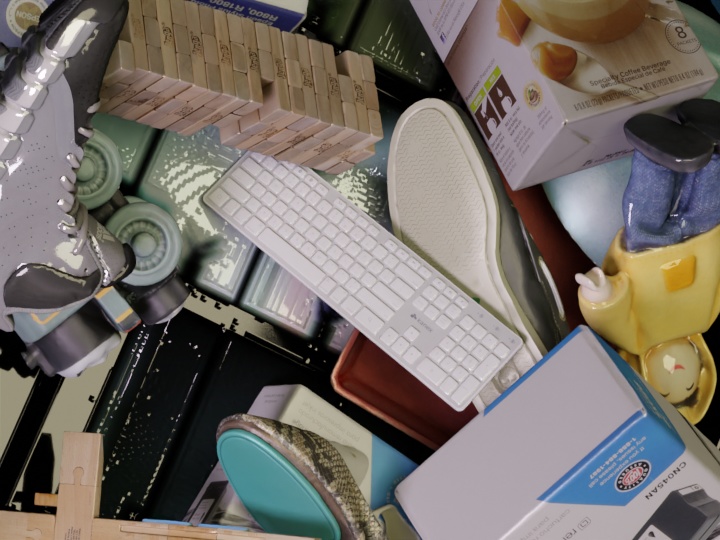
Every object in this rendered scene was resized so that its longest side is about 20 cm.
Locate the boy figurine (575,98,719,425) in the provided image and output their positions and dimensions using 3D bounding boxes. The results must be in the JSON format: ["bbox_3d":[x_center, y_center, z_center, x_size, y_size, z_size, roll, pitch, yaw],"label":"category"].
[{"bbox_3d":[0.174,0.004,1.521,0.124,0.064,0.201,-16,125,-30],"label":"boy figurine"}]

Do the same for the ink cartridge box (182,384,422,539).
[{"bbox_3d":[-0.050,0.179,1.502,0.116,0.067,0.200,35,75,-17],"label":"ink cartridge box"}]

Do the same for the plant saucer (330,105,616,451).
[{"bbox_3d":[0.099,0.030,1.587,0.200,0.037,0.200,31,76,-16],"label":"plant saucer"}]

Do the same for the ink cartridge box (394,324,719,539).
[{"bbox_3d":[0.139,0.144,1.504,0.145,0.084,0.200,-42,134,8],"label":"ink cartridge box"}]

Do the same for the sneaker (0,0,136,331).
[{"bbox_3d":[-0.152,-0.052,1.389,0.115,0.075,0.200,33,108,-17],"label":"sneaker"}]

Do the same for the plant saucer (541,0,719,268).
[{"bbox_3d":[0.195,-0.080,1.604,0.200,0.039,0.202,9,70,-26],"label":"plant saucer"}]

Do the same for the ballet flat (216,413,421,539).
[{"bbox_3d":[-0.007,0.146,1.458,0.075,0.068,0.200,-45,109,-41],"label":"ballet flat"}]

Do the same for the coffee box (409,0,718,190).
[{"bbox_3d":[0.101,-0.160,1.532,0.114,0.080,0.200,-18,69,-29],"label":"coffee box"}]

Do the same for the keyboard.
[{"bbox_3d":[0.000,0.000,1.511,0.200,0.011,0.056,39,68,17],"label":"keyboard"}]

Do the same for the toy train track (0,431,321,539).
[{"bbox_3d":[-0.112,0.149,1.446,0.199,0.033,0.115,3,84,22],"label":"toy train track"}]

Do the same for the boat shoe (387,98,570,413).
[{"bbox_3d":[0.072,-0.004,1.535,0.068,0.072,0.201,-18,86,-58],"label":"boat shoe"}]

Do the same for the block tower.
[{"bbox_3d":[-0.073,-0.105,1.473,0.200,0.054,0.058,12,61,-42],"label":"block tower"}]

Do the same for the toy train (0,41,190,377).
[{"bbox_3d":[-0.183,-0.037,1.459,0.114,0.085,0.200,-39,103,-7],"label":"toy train"}]

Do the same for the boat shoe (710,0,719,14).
[{"bbox_3d":[0.272,-0.168,1.655,0.200,0.084,0.069,53,53,-30],"label":"boat shoe"}]

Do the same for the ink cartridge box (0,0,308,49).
[{"bbox_3d":[-0.117,-0.210,1.513,0.196,0.043,0.201,12,81,-21],"label":"ink cartridge box"}]
